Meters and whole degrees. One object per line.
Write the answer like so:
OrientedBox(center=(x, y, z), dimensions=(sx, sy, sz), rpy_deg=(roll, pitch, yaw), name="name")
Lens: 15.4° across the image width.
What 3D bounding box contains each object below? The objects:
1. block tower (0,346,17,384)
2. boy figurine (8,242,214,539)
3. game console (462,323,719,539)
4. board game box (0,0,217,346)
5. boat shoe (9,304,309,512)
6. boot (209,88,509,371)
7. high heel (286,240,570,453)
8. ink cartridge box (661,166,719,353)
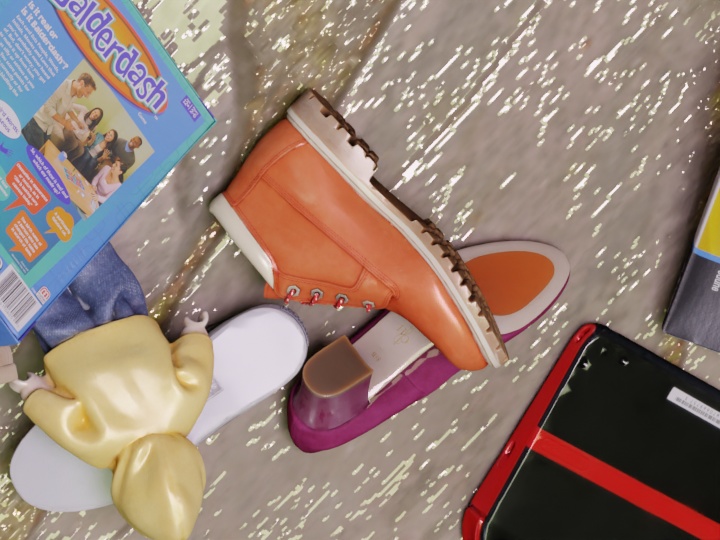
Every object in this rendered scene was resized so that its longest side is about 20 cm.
OrientedBox(center=(-0.251, -0.029, 1.519), dimensions=(0.054, 0.058, 0.202), rpy_deg=(-10, 92, 31), name="block tower")
OrientedBox(center=(-0.138, 0.064, 1.558), dimensions=(0.124, 0.064, 0.201), rpy_deg=(-25, 80, -19), name="boy figurine")
OrientedBox(center=(0.181, 0.149, 1.737), dimensions=(0.199, 0.031, 0.178), rpy_deg=(28, 94, -21), name="game console")
OrientedBox(center=(-0.189, -0.079, 1.506), dimensions=(0.200, 0.045, 0.152), rpy_deg=(-50, 116, -33), name="board game box")
OrientedBox(center=(-0.120, 0.085, 1.622), dimensions=(0.199, 0.057, 0.069), rpy_deg=(-29, 94, -3), name="boat shoe")
OrientedBox(center=(0.000, 0.000, 1.600), dimensions=(0.107, 0.075, 0.200), rpy_deg=(-43, 86, 4), name="boot")
OrientedBox(center=(0.040, 0.047, 1.668), dimensions=(0.199, 0.096, 0.068), rpy_deg=(-23, 67, -18), name="high heel")
OrientedBox(center=(0.306, -0.010, 1.631), dimensions=(0.199, 0.047, 0.199), rpy_deg=(20, 127, 7), name="ink cartridge box")
